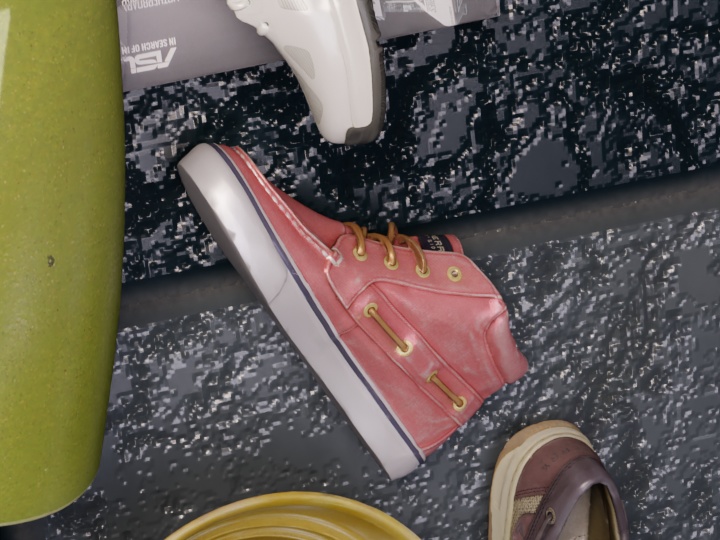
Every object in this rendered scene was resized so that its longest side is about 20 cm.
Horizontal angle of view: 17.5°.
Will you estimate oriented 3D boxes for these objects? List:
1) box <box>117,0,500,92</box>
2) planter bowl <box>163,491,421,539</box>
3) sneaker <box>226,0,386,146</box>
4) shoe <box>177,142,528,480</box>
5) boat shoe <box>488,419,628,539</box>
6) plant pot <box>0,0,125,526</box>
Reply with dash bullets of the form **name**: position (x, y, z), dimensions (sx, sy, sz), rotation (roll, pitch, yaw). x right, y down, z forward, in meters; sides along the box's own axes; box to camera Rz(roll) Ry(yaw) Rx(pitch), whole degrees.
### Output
- **box**: position (-0.045, -0.171, 1.005), dimensions (0.198, 0.050, 0.159), rotation (-12, 112, -14)
- **planter bowl**: position (-0.051, 0.195, 1.105), dimensions (0.199, 0.083, 0.202), rotation (-3, 99, -21)
- **sneaker**: position (-0.064, -0.135, 0.954), dimensions (0.114, 0.076, 0.202), rotation (-19, 106, -2)
- **shoe**: position (0.000, 0.000, 1.073), dimensions (0.091, 0.071, 0.201), rotation (-37, 121, -5)
- **boat shoe**: position (0.101, 0.176, 1.167), dimensions (0.071, 0.065, 0.202), rotation (-7, 111, -18)
- **plant pot**: position (-0.168, -0.032, 0.923), dimensions (0.186, 0.187, 0.201), rotation (10, 113, -21)
